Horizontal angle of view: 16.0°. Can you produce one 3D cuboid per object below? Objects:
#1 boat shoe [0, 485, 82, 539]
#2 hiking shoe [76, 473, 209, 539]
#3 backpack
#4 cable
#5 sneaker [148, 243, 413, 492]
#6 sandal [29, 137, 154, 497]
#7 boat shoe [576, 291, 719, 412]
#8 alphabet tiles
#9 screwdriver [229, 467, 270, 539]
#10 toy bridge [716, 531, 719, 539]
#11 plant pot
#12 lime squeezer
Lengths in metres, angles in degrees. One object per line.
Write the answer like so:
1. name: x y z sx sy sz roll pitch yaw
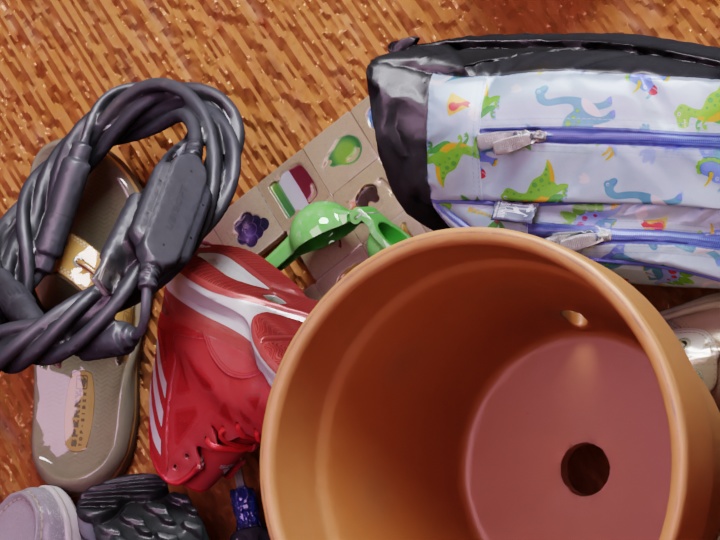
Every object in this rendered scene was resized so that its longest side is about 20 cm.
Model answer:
1. boat shoe: -0.221 0.201 1.383 0.202 0.065 0.074 -53 47 13
2. hiking shoe: -0.079 0.190 1.308 0.200 0.074 0.087 50 146 41
3. backpack: 0.124 -0.055 1.228 0.200 0.163 0.154 -11 84 17
4. cable: -0.135 -0.021 1.331 0.163 0.051 0.200 -26 36 35
5. sneaker: -0.043 0.074 1.284 0.200 0.078 0.116 43 126 51
6. sandal: -0.157 0.023 1.398 0.080 0.054 0.200 -3 79 26
7. boat shoe: 0.149 0.055 1.218 0.200 0.072 0.065 1 44 26
8. alphabet tiles: 0.005 0.023 1.345 0.167 0.008 0.200 -38 67 15
9. screwdriver: -0.068 0.099 1.352 0.028 0.029 0.200 -20 77 22
10. toy bridge: 0.132 0.166 1.215 0.200 0.027 0.067 -44 102 -9
11. plant pot: 0.075 0.086 1.133 0.200 0.140 0.200 -3 84 28
12. lime squeezer: 0.000 0.000 1.325 0.200 0.038 0.071 4 77 23
